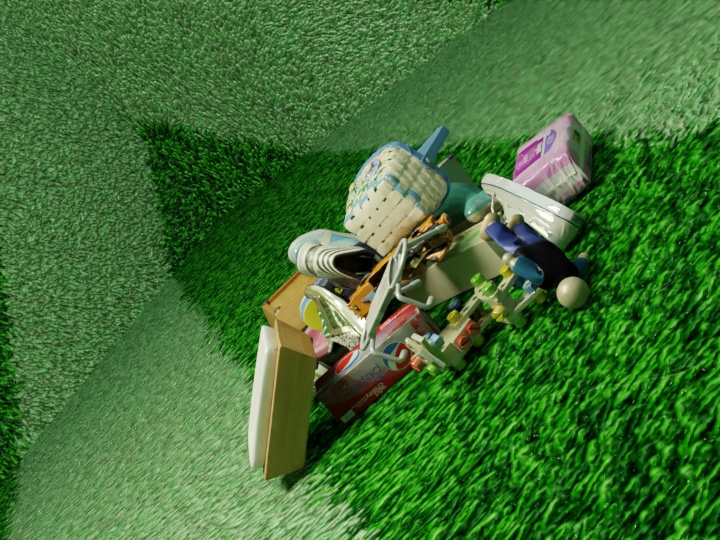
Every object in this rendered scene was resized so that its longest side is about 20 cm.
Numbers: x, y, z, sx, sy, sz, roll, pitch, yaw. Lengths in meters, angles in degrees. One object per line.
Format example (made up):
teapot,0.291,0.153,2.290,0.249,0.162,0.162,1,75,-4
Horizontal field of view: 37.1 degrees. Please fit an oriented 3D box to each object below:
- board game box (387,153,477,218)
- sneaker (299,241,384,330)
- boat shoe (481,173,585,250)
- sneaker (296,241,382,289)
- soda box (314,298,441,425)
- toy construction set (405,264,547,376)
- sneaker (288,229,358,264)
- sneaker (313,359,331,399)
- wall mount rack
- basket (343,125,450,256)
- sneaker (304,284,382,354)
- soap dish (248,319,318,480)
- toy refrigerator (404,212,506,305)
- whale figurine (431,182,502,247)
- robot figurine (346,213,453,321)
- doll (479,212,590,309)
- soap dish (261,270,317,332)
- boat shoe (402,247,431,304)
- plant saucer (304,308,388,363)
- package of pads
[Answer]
board game box,0.111,-0.108,1.975,0.200,0.105,0.103,-33,8,34
sneaker,-0.036,0.019,1.882,0.200,0.074,0.082,-45,12,-13
boat shoe,0.234,-0.075,1.556,0.202,0.075,0.086,33,97,47
sneaker,0.000,0.000,1.755,0.115,0.200,0.076,12,92,40
soda box,0.027,0.134,1.587,0.200,0.063,0.070,-40,16,7
toy construction set,0.142,0.077,1.411,0.200,0.092,0.131,-35,11,-18
sneaker,-0.033,-0.028,2.051,0.200,0.080,0.131,-3,16,-11
sneaker,-0.115,0.191,1.808,0.089,0.077,0.200,-57,16,-20
wall mount rack,0.062,0.025,1.480,0.174,0.075,0.200,-80,10,-47
basket,0.066,-0.135,1.725,0.176,0.139,0.200,-48,5,38
sneaker,-0.039,0.089,1.739,0.200,0.077,0.089,35,93,44
soap dish,-0.115,0.187,1.582,0.157,0.081,0.200,-123,39,-77
toy refrigerator,0.153,-0.013,1.671,0.200,0.070,0.076,-29,20,45
whale figurine,0.167,-0.100,1.747,0.159,0.104,0.200,-33,-3,-14
robot figurine,0.068,-0.009,1.628,0.200,0.058,0.145,-43,3,13
doll,0.234,-0.014,1.377,0.200,0.136,0.048,-127,45,-55
soap dish,-0.118,0.062,2.169,0.157,0.081,0.200,-45,13,-8
boat shoe,0.098,-0.022,1.849,0.075,0.062,0.200,-17,31,30
plant saucer,-0.023,0.093,1.878,0.201,0.051,0.201,-40,14,12
package of pads,0.302,-0.162,1.691,0.120,0.076,0.200,-36,15,26
